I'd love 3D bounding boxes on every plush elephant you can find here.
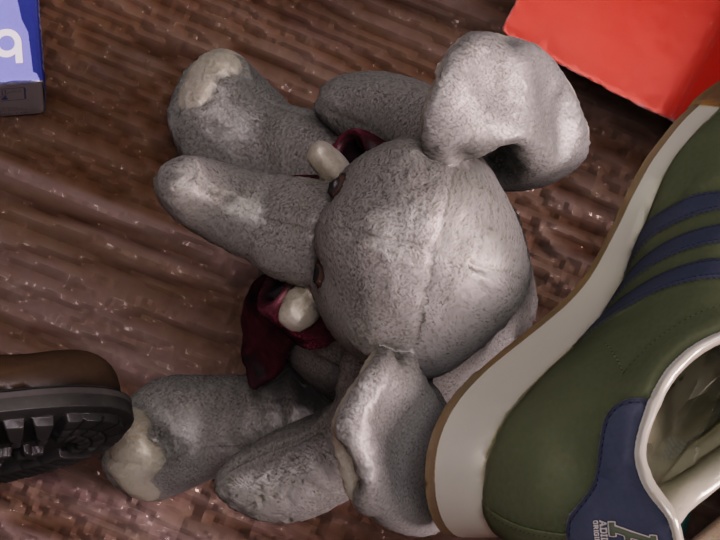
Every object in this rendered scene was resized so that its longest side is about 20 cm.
[{"bbox_3d":[0.000,0.000,0.798,0.200,0.155,0.165,14,76,14],"label":"plush elephant"}]

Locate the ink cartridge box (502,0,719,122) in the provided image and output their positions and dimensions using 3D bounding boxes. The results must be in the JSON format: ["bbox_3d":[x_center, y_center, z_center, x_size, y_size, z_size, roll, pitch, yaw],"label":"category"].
[{"bbox_3d":[0.173,-0.111,0.866,0.200,0.047,0.160,27,76,5],"label":"ink cartridge box"}]

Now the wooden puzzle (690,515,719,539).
[{"bbox_3d":[0.210,0.132,0.835,0.200,0.046,0.185,-32,81,-36],"label":"wooden puzzle"}]

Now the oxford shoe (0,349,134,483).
[{"bbox_3d":[-0.172,0.028,0.821,0.200,0.073,0.085,2,70,8],"label":"oxford shoe"}]

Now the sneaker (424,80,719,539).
[{"bbox_3d":[0.111,0.019,0.756,0.090,0.067,0.200,16,51,39],"label":"sneaker"}]

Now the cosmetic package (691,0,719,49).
[{"bbox_3d":[0.171,-0.158,0.932,0.151,0.052,0.200,-22,79,-8],"label":"cosmetic package"}]

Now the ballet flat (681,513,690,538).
[{"bbox_3d":[0.071,0.132,0.839,0.068,0.068,0.200,7,69,14],"label":"ballet flat"}]

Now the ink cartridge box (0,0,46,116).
[{"bbox_3d":[-0.214,-0.099,0.876,0.200,0.044,0.094,-4,78,-8],"label":"ink cartridge box"}]
